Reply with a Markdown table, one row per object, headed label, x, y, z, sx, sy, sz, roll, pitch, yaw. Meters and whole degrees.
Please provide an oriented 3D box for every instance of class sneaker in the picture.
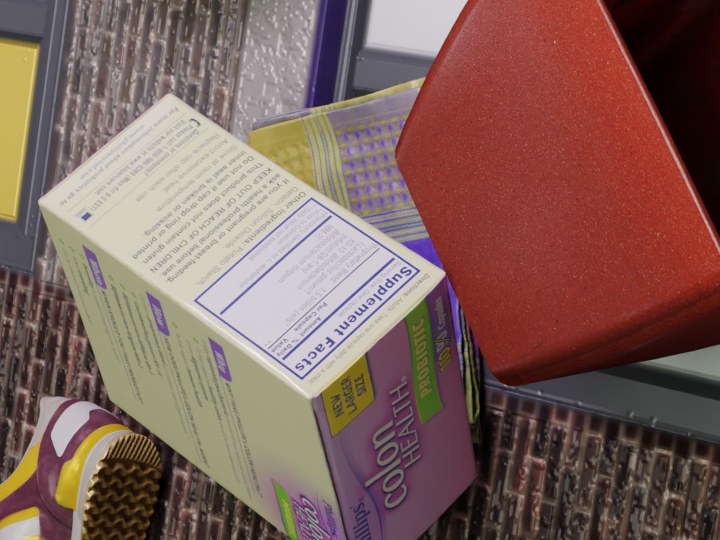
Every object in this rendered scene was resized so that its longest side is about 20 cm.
| label | x | y | z | sx | sy | sz | roll | pitch | yaw |
| --- | --- | --- | --- | --- | --- | --- | --- | --- | --- |
| sneaker | -0.187 | 0.176 | 1.379 | 0.090 | 0.075 | 0.201 | 27 | 99 | 40 |

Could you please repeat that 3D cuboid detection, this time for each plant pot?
| label | x | y | z | sx | sy | sz | roll | pitch | yaw |
| --- | --- | --- | --- | --- | --- | --- | --- | --- | --- |
| plant pot | 0.135 | -0.050 | 1.084 | 0.176 | 0.199 | 0.200 | -37 | 69 | 41 |

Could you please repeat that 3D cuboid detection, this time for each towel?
| label | x | y | z | sx | sy | sz | roll | pitch | yaw |
| --- | --- | --- | --- | --- | --- | --- | --- | --- | --- |
| towel | 0.000 | 0.000 | 1.271 | 0.143 | 0.023 | 0.201 | -7 | 86 | 34 |

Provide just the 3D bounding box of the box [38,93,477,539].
| label | x | y | z | sx | sy | sz | roll | pitch | yaw |
| --- | --- | --- | --- | --- | --- | --- | --- | --- | --- |
| box | -0.049 | 0.036 | 1.179 | 0.200 | 0.097 | 0.176 | 34 | 154 | 31 |
